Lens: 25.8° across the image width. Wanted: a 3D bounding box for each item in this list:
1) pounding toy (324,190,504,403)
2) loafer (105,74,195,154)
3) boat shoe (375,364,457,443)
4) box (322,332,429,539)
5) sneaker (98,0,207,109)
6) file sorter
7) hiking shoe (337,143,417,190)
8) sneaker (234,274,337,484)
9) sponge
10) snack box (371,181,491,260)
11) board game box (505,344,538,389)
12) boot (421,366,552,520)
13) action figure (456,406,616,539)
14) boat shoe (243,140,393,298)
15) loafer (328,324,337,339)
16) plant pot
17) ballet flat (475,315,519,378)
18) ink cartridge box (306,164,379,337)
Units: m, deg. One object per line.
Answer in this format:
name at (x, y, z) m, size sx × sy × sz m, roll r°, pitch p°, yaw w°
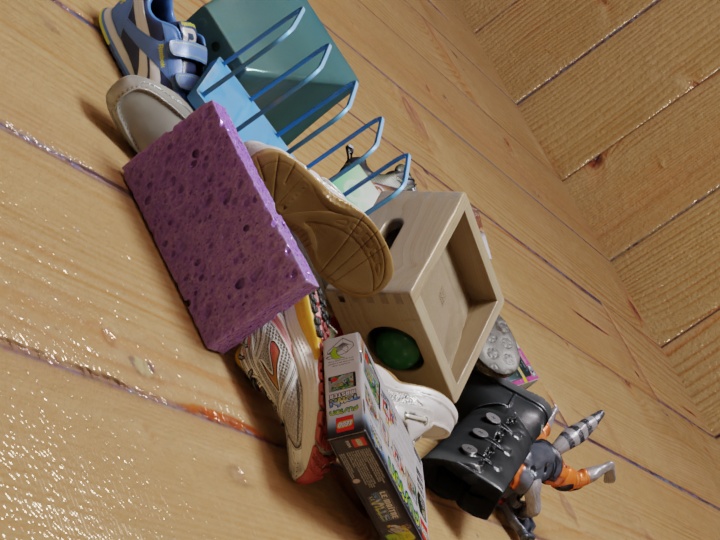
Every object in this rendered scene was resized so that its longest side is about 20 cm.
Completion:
pounding toy at (0.030, 0.030, 1.616) m, size 0.200 × 0.141 × 0.185 m, roll -60°, pitch 139°, yaw -39°
loafer at (-0.164, -0.107, 1.492) m, size 0.200 × 0.070 × 0.070 m, roll 44°, pitch 8°, yaw -36°
boat shoe at (0.028, 0.145, 1.531) m, size 0.200 × 0.070 × 0.070 m, roll 27°, pitch 56°, yaw -49°
box at (0.016, 0.160, 1.391) m, size 0.110 × 0.035 × 0.201 m, roll -94°, pitch 165°, yaw -44°
sneaker at (-0.192, -0.204, 1.593) m, size 0.201 × 0.082 × 0.074 m, roll 61°, pitch 15°, yaw 15°
file sorter at (-0.054, -0.142, 1.557) m, size 0.200 × 0.122 × 0.139 m, roll 53°, pitch 16°, yaw -14°
hiking shoe at (0.055, -0.078, 1.933) m, size 0.199 × 0.076 × 0.101 m, roll 29°, pitch 69°, yaw -23°
sneaker at (-0.064, 0.094, 1.384) m, size 0.078 × 0.082 × 0.201 m, roll 60°, pitch 18°, yaw -62°
sponge at (-0.127, -0.040, 1.385) m, size 0.030 × 0.111 × 0.201 m, roll 21°, pitch 38°, yaw -61°
snack box at (0.076, -0.055, 1.875) m, size 0.199 × 0.024 × 0.072 m, roll 12°, pitch 56°, yaw -43°
board game box at (0.146, 0.101, 2.001) m, size 0.148 × 0.064 × 0.200 m, roll 57°, pitch 16°, yaw 10°
boot at (0.104, 0.177, 1.700) m, size 0.164 × 0.066 × 0.200 m, roll 17°, pitch 31°, yaw 18°
action figure at (0.186, 0.197, 1.808) m, size 0.193 × 0.105 × 0.200 m, roll -13°, pitch 61°, yaw -46°
boat shoe at (-0.042, -0.054, 1.477) m, size 0.200 × 0.071 × 0.069 m, roll 48°, pitch 4°, yaw -32°
loafer at (-0.083, -0.002, 1.471) m, size 0.200 × 0.070 × 0.075 m, roll 50°, pitch -19°, yaw -15°
plant pot at (-0.129, -0.224, 1.728) m, size 0.142 × 0.141 × 0.200 m, roll 58°, pitch 23°, yaw 11°
ballet flat at (0.106, 0.050, 1.787) m, size 0.067 × 0.046 × 0.200 m, roll -25°, pitch 63°, yaw -37°
ink cartridge box at (0.000, 0.000, 1.694) m, size 0.200 × 0.050 × 0.161 m, roll 53°, pitch 40°, yaw -1°
